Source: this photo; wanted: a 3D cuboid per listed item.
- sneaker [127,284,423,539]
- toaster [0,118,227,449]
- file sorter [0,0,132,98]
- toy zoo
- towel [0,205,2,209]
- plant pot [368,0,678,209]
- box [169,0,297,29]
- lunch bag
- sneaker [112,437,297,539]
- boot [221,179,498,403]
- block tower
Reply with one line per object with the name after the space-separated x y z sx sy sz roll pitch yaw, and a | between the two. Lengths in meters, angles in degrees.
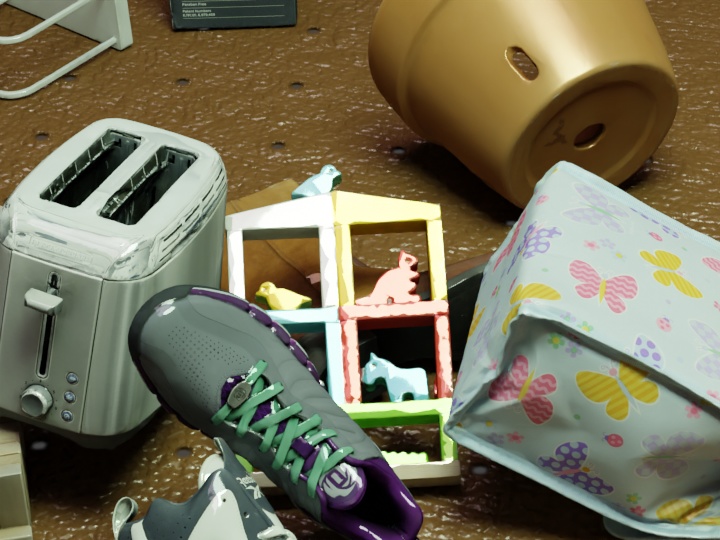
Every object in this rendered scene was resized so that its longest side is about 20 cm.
-0.035 0.081 1.169 0.074 0.200 0.087 -52 32 -5 | sneaker
-0.142 0.000 1.275 0.113 0.130 0.200 18 32 13 | toaster
-0.274 -0.253 1.673 0.139 0.200 0.124 24 44 33 | file sorter
-0.013 0.031 1.298 0.131 0.020 0.201 -3 69 -1 | toy zoo
-0.290 -0.010 1.390 0.200 0.032 0.191 -8 15 -36 | towel
0.124 -0.135 1.501 0.200 0.200 0.140 -17 54 -21 | plant pot
-0.104 -0.320 1.776 0.104 0.183 0.200 -2 34 -1 | box
0.162 0.059 1.250 0.200 0.127 0.170 25 35 -5 | lunch bag
-0.038 0.146 1.126 0.198 0.079 0.130 -7 78 6 | sneaker
0.000 0.000 1.412 0.188 0.069 0.200 -29 39 -15 | boot
-0.226 0.088 1.293 0.054 0.058 0.200 -8 36 -8 | block tower
